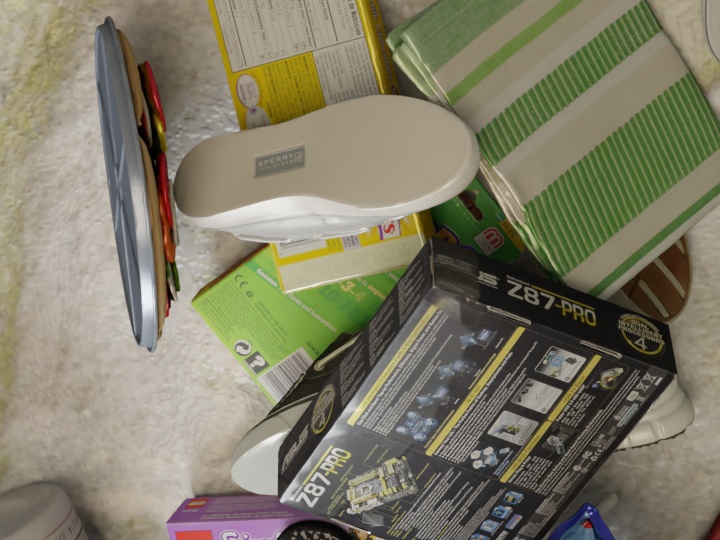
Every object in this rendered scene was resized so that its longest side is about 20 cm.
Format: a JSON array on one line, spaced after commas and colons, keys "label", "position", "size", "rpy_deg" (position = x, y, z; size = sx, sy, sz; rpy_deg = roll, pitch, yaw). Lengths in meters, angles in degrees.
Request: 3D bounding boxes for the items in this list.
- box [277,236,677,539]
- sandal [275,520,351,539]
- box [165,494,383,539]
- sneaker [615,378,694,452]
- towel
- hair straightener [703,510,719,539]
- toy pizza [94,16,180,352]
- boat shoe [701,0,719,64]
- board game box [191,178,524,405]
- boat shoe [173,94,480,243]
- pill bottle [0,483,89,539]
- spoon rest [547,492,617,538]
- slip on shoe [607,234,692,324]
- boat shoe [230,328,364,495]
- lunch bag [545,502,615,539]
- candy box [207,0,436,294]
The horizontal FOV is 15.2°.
[{"label": "box", "position": [0.064, 0.085, 1.571], "size": [0.161, 0.049, 0.200], "rpy_deg": [19, 130, -19]}, {"label": "sandal", "position": [-0.020, 0.253, 1.718], "size": [0.075, 0.045, 0.201], "rpy_deg": [1, 100, 14]}, {"label": "box", "position": [-0.016, 0.211, 1.738], "size": [0.200, 0.039, 0.137], "rpy_deg": [-5, 111, 22]}, {"label": "sneaker", "position": [0.100, 0.077, 1.661], "size": [0.200, 0.074, 0.080], "rpy_deg": [-14, 103, 9]}, {"label": "towel", "position": [0.123, -0.093, 1.564], "size": [0.152, 0.023, 0.200], "rpy_deg": [-38, 101, -20]}, {"label": "hair straightener", "position": [0.268, 0.141, 1.665], "size": [0.077, 0.041, 0.200], "rpy_deg": [25, 110, 2]}, {"label": "toy pizza", "position": [-0.129, -0.052, 1.599], "size": [0.032, 0.200, 0.201], "rpy_deg": [-8, 111, -9]}, {"label": "boat shoe", "position": [0.241, -0.198, 1.517], "size": [0.073, 0.065, 0.200], "rpy_deg": [18, 114, 5]}, {"label": "board game box", "position": [0.000, 0.000, 1.665], "size": [0.200, 0.030, 0.096], "rpy_deg": [-35, 101, 25]}, {"label": "boat shoe", "position": [-0.012, -0.049, 1.562], "size": [0.200, 0.068, 0.072], "rpy_deg": [-13, 66, 29]}, {"label": "pill bottle", "position": [-0.204, 0.252, 1.771], "size": [0.114, 0.114, 0.200], "rpy_deg": [-19, 106, 19]}, {"label": "spoon rest", "position": [0.166, 0.240, 1.702], "size": [0.099, 0.061, 0.200], "rpy_deg": [-7, 110, 54]}, {"label": "slip on shoe", "position": [0.122, -0.048, 1.610], "size": [0.200, 0.076, 0.061], "rpy_deg": [48, 152, -16]}, {"label": "boat shoe", "position": [0.004, 0.072, 1.638], "size": [0.200, 0.064, 0.071], "rpy_deg": [-30, 135, 23]}, {"label": "lunch bag", "position": [0.075, 0.252, 1.594], "size": [0.094, 0.200, 0.151], "rpy_deg": [46, 142, 21]}, {"label": "candy box", "position": [-0.024, -0.093, 1.612], "size": [0.102, 0.026, 0.200], "rpy_deg": [-12, 94, 23]}]
